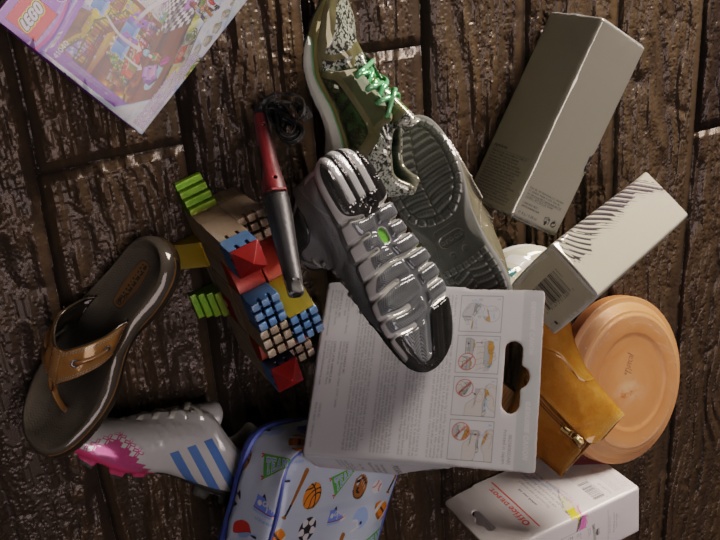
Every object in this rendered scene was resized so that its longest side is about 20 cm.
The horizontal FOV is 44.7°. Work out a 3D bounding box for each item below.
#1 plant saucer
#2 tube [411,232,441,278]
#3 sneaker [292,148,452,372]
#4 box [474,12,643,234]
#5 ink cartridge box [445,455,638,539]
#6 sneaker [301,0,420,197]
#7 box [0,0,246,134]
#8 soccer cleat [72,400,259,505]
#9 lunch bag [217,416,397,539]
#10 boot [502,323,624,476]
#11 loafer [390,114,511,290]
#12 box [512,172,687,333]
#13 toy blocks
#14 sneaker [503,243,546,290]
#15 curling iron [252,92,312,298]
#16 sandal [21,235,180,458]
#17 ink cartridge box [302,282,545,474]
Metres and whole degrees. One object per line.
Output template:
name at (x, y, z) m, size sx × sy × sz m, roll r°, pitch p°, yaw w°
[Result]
plant saucer at (0.313, 0.130, 1.041) m, size 0.199 × 0.032 × 0.202 m, roll -2°, pitch 93°, yaw -32°
tube at (0.073, 0.057, 0.823) m, size 0.058 × 0.201 × 0.052 m, roll -29°, pitch 144°, yaw 26°
sneaker at (0.000, 0.000, 0.766) m, size 0.075 × 0.115 × 0.201 m, roll -25°, pitch 91°, yaw -36°
box at (0.190, -0.145, 0.863) m, size 0.068 × 0.082 × 0.201 m, roll 21°, pitch 99°, yaw -32°
ink cartridge box at (0.211, 0.287, 1.025) m, size 0.199 × 0.116 × 0.068 m, roll -16°, pitch 115°, yaw -21°
sneaker at (0.011, -0.146, 0.757) m, size 0.077 × 0.088 × 0.201 m, roll -57°, pitch 143°, yaw -49°
box at (-0.164, -0.227, 0.672) m, size 0.137 × 0.039 × 0.200 m, roll 40°, pitch 88°, yaw -34°
soccer cleat at (-0.177, 0.149, 0.797) m, size 0.199 × 0.070 × 0.087 m, roll 27°, pitch 86°, yaw -39°
lunch bag at (-0.041, 0.215, 0.859) m, size 0.199 × 0.075 × 0.161 m, roll 4°, pitch 102°, yaw -52°
boot at (0.227, 0.107, 0.945) m, size 0.202 × 0.144 × 0.071 m, roll -58°, pitch 159°, yaw 10°
loafer at (0.083, -0.050, 0.830) m, size 0.075 × 0.070 × 0.201 m, roll -24°, pitch 86°, yaw 17°
box at (0.249, -0.022, 0.903) m, size 0.200 × 0.068 × 0.082 m, roll -33°, pitch 167°, yaw -40°
toy blocks at (-0.084, 0.021, 0.751) m, size 0.100 × 0.137 × 0.201 m, roll -27°, pitch 120°, yaw -17°
sneaker at (0.136, 0.039, 0.903) m, size 0.199 × 0.093 × 0.071 m, roll -23°, pitch 118°, yaw -19°
curling iron at (-0.061, -0.069, 0.712) m, size 0.049 × 0.201 × 0.026 m, roll -13°, pitch 148°, yaw 12°
sandal at (-0.220, 0.056, 0.717) m, size 0.201 × 0.082 × 0.055 m, roll -56°, pitch 153°, yaw -2°
ink cartridge box at (0.057, 0.096, 0.767) m, size 0.057 × 0.199 × 0.164 m, roll 66°, pitch 30°, yaw -65°
